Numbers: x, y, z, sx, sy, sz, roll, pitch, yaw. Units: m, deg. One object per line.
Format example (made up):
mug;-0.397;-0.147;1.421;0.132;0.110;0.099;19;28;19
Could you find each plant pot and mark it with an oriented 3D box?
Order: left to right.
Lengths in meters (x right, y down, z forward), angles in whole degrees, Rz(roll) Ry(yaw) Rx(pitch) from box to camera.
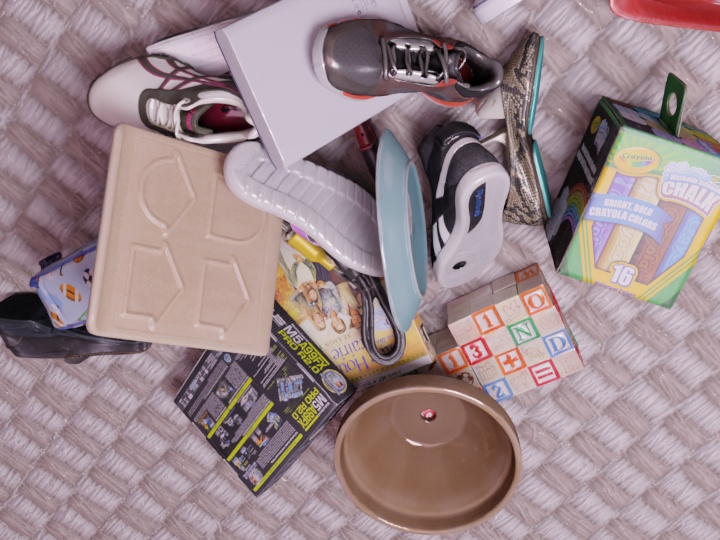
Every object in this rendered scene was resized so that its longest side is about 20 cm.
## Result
plant pot;0.074;0.185;0.906;0.199;0.093;0.202;3;117;6

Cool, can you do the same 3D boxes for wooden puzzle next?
wooden puzzle;-0.160;-0.022;0.772;0.046;0.199;0.187;-3;78;46

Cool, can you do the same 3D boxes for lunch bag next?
lunch bag;-0.242;-0.013;0.867;0.199;0.160;0.076;-15;108;36

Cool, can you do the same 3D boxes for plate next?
plate;0.046;-0.040;0.812;0.025;0.200;0.202;-4;114;11

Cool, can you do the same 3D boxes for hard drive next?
hard drive;-0.026;-0.200;0.773;0.199;0.025;0.133;-35;113;-28

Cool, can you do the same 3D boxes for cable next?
cable;0.000;0.000;0.873;0.097;0.050;0.201;-35;104;-10

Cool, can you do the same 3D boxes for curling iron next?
curling iron;0.012;-0.140;0.861;0.049;0.025;0.201;7;121;45

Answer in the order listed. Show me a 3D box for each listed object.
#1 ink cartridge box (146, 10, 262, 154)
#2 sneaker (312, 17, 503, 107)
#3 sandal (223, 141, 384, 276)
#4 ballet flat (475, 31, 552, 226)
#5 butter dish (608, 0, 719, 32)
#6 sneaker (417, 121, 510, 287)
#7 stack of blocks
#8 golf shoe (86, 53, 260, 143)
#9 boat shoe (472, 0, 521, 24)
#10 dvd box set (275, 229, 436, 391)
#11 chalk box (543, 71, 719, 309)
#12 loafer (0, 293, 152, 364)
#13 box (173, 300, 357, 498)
ink cartridge box;-0.134;-0.156;0.864;0.108;0.050;0.201;-13;113;11
sneaker;0.051;-0.197;0.761;0.199;0.082;0.078;-4;96;-33
sandal;-0.047;-0.061;0.807;0.202;0.083;0.050;33;151;-23
ballet flat;0.153;-0.137;0.837;0.075;0.068;0.201;-1;118;16
butter dish;0.338;-0.292;0.682;0.198;0.148;0.201;1;116;-15
sneaker;0.101;-0.077;0.868;0.072;0.112;0.201;-15;149;-15
stack of blocks;0.137;0.090;0.939;0.199;0.059;0.116;-26;109;16
golf shoe;-0.175;-0.161;0.790;0.198;0.088;0.078;3;116;5
boat shoe;0.173;-0.314;0.756;0.200;0.074;0.065;-41;101;10
dvd box set;-0.020;0.033;0.913;0.145;0.029;0.201;-22;94;19
chalk box;0.280;-0.089;0.809;0.123;0.125;0.201;18;116;-2
loafer;-0.337;0.077;0.982;0.198;0.073;0.073;8;124;13
box;-0.116;0.144;0.946;0.160;0.044;0.200;45;125;11
